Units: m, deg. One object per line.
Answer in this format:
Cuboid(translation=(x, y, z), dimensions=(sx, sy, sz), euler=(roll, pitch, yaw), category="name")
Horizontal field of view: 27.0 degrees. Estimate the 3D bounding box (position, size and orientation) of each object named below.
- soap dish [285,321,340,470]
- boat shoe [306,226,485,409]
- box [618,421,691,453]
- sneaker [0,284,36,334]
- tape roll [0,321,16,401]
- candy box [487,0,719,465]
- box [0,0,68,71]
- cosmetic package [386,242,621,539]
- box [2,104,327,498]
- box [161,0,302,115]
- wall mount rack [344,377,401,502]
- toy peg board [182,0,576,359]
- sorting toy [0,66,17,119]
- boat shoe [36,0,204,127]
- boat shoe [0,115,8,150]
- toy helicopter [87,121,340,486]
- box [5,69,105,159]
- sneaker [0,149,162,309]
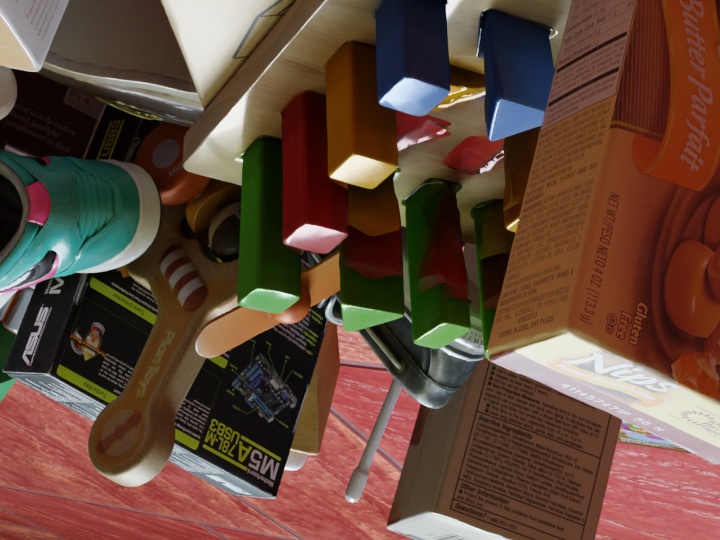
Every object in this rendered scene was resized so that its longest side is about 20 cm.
Cuboid(translation=(-0.093, 0.062, 1.069), dimensions=(0.157, 0.081, 0.200), euler=(14, -166, 0), category="soap dish")
Cuboid(translation=(0.000, 0.000, 0.836), dimensions=(0.072, 0.071, 0.200), euler=(19, -159, -39), category="boat shoe")
Cuboid(translation=(0.207, 0.089, 1.076), dimensions=(0.200, 0.039, 0.137), euler=(6, 156, 28), category="box")
Cuboid(translation=(-0.235, -0.016, 0.925), dimensions=(0.200, 0.078, 0.077), euler=(24, -175, -29), category="sneaker")
Cuboid(translation=(-0.301, 0.020, 0.915), dimensions=(0.200, 0.048, 0.200), euler=(34, -164, -11), category="tape roll")
Cuboid(translation=(0.129, -0.040, 0.580), dimensions=(0.115, 0.200, 0.055), euler=(26, 155, -23), category="candy box")
Cuboid(translation=(-0.213, -0.186, 0.609), dimensions=(0.152, 0.107, 0.200), euler=(11, 159, 16), category="box")
Cuboid(translation=(0.096, 0.070, 0.886), dimensions=(0.103, 0.200, 0.087), euler=(23, 160, -11), category="cosmetic package")
Cuboid(translation=(-0.098, 0.014, 0.902), dimensions=(0.047, 0.194, 0.200), euler=(1, 155, 41), category="box")
Cuboid(translation=(-0.001, -0.106, 0.680), dimensions=(0.163, 0.021, 0.200), euler=(-5, 153, 4), category="box")
Cuboid(translation=(0.073, 0.079, 0.962), dimensions=(0.200, 0.174, 0.075), euler=(21, 142, -10), category="wall mount rack")
Cuboid(translation=(0.048, -0.041, 0.675), dimensions=(0.200, 0.098, 0.199), euler=(13, 150, -27), category="toy peg board")
Cuboid(translation=(-0.290, -0.107, 0.712), dimensions=(0.200, 0.185, 0.037), euler=(39, 139, 36), category="sorting toy")
Cuboid(translation=(-0.116, -0.114, 0.771), dimensions=(0.199, 0.072, 0.060), euler=(14, 157, -8), category="boat shoe")
Cuboid(translation=(-0.276, -0.111, 0.805), dimensions=(0.200, 0.070, 0.070), euler=(24, 135, 21), category="boat shoe")
Cuboid(translation=(-0.079, 0.023, 0.792), dimensions=(0.132, 0.200, 0.079), euler=(17, 167, 35), category="toy helicopter")
Cuboid(translation=(-0.239, -0.083, 0.942), dimensions=(0.100, 0.075, 0.200), euler=(25, 156, -20), category="box")
Cuboid(translation=(-0.215, -0.012, 0.777), dimensions=(0.200, 0.084, 0.121), euler=(-19, 167, 29), category="sneaker")
